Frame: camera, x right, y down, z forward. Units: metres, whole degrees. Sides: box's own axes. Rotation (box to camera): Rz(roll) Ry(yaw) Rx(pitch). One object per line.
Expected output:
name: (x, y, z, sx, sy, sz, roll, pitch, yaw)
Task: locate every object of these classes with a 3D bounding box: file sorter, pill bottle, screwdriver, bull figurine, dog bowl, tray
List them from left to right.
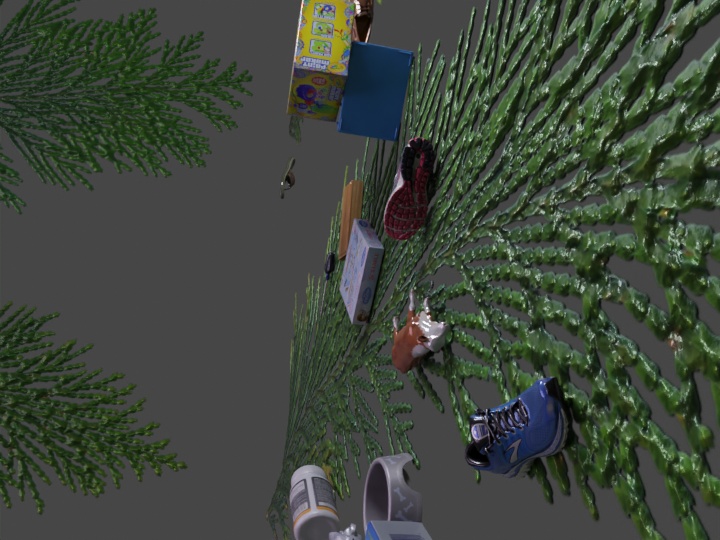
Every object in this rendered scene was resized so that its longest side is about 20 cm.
pill bottle: (-0.120, 0.592, 1.893, 0.200, 0.116, 0.117, -113, 33, -65)
screwdriver: (-0.100, 0.044, 2.257, 0.028, 0.029, 0.201, -138, 52, -73)
tray: (-0.027, -0.133, 2.014, 0.099, 0.037, 0.201, 150, 125, -73)
file sorter: (0.026, -0.416, 1.729, 0.123, 0.138, 0.201, -113, 32, -71)
dog bowl: (0.054, 0.437, 1.382, 0.200, 0.058, 0.201, -174, 90, -76)
bull figurine: (0.100, 0.112, 1.335, 0.200, 0.065, 0.122, 124, 154, -57)

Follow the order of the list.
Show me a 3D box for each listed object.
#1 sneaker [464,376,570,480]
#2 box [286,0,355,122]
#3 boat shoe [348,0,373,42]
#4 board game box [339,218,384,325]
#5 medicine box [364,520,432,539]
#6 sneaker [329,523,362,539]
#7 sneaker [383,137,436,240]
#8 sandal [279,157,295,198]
sneaker: (0.183, 0.196, 0.908, 0.200, 0.089, 0.079, 112, 158, -46)
box: (-0.091, -0.477, 1.704, 0.200, 0.121, 0.193, 118, 158, -69)
boat shoe: (0.007, -0.717, 2.084, 0.068, 0.072, 0.201, -142, 53, -68)
board game box: (0.000, 0.000, 1.831, 0.200, 0.041, 0.201, -113, 33, -64)
medicine box: (0.066, 0.536, 1.200, 0.182, 0.103, 0.201, -149, 67, -75)
sneaker: (-0.039, 0.643, 1.637, 0.115, 0.075, 0.200, -97, 24, -45)
sneaker: (0.100, -0.155, 1.450, 0.075, 0.080, 0.201, -79, 6, -81)
sandal: (-0.305, -0.399, 3.225, 0.080, 0.057, 0.202, 115, 173, -66)
